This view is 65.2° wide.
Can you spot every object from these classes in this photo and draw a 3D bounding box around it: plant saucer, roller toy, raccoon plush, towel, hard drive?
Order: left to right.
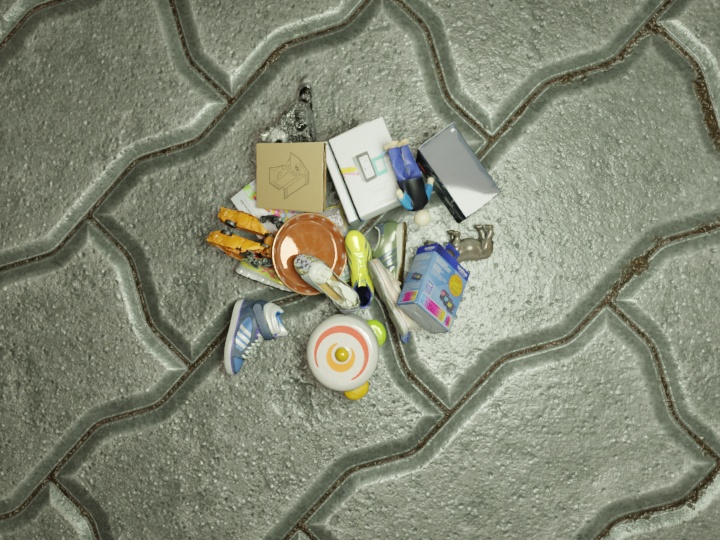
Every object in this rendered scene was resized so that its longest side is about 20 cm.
[{"bbox_3d":[-0.187,-0.392,1.461,0.132,0.097,0.203,-4,60,11],"label":"raccoon plush"},{"bbox_3d":[-0.128,-0.041,1.400,0.197,0.032,0.204,-1,92,-25],"label":"plant saucer"},{"bbox_3d":[-0.092,-0.060,1.452,0.141,0.023,0.203,-12,93,-14],"label":"towel"},{"bbox_3d":[-0.050,-0.213,1.415,0.026,0.132,0.203,-21,89,3],"label":"hard drive"},{"bbox_3d":[-0.043,0.205,1.413,0.180,0.140,0.203,20,92,3],"label":"roller toy"}]

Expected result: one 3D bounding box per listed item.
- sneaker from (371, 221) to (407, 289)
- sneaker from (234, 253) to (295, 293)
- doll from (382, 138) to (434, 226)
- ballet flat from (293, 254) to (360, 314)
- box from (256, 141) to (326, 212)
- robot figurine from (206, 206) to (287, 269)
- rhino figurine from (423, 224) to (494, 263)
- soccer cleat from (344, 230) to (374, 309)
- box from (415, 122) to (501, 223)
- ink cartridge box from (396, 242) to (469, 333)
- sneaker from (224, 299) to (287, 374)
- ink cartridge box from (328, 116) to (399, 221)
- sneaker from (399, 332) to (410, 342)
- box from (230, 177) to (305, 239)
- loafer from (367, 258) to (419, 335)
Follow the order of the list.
[{"bbox_3d":[0.067,-0.027,1.449,0.088,0.067,0.204,6,94,16],"label":"sneaker"},{"bbox_3d":[-0.221,-0.001,1.456,0.197,0.078,0.092,21,85,1],"label":"sneaker"},{"bbox_3d":[0.120,-0.200,1.301,0.135,0.048,0.203,-18,89,-41],"label":"doll"},{"bbox_3d":[-0.073,0.028,1.366,0.200,0.072,0.072,43,92,-15],"label":"ballet flat"},{"bbox_3d":[-0.173,-0.232,1.390,0.197,0.021,0.166,6,101,27],"label":"box"},{"bbox_3d":[-0.275,-0.083,1.418,0.197,0.058,0.147,19,73,4],"label":"robot figurine"},{"bbox_3d":[0.245,-0.059,1.435,0.197,0.060,0.089,-10,101,6],"label":"rhino figurine"},{"bbox_3d":[0.001,0.000,1.412,0.064,0.084,0.203,-7,111,4],"label":"soccer cleat"},{"bbox_3d":[0.231,-0.230,1.374,0.104,0.182,0.201,-35,88,2],"label":"box"},{"bbox_3d":[0.182,0.030,1.364,0.136,0.076,0.202,39,60,-29],"label":"ink cartridge box"},{"bbox_3d":[-0.264,0.178,1.455,0.144,0.081,0.204,8,85,7],"label":"sneaker"},{"bbox_3d":[0.028,-0.247,1.403,0.144,0.147,0.203,-23,89,3],"label":"ink cartridge box"},{"bbox_3d":[0.150,0.092,1.437,0.077,0.075,0.203,21,93,0],"label":"sneaker"},{"bbox_3d":[-0.215,-0.185,1.472,0.199,0.041,0.157,-37,88,4],"label":"box"},{"bbox_3d":[0.082,0.058,1.384,0.062,0.072,0.202,-24,85,-16],"label":"loafer"}]
